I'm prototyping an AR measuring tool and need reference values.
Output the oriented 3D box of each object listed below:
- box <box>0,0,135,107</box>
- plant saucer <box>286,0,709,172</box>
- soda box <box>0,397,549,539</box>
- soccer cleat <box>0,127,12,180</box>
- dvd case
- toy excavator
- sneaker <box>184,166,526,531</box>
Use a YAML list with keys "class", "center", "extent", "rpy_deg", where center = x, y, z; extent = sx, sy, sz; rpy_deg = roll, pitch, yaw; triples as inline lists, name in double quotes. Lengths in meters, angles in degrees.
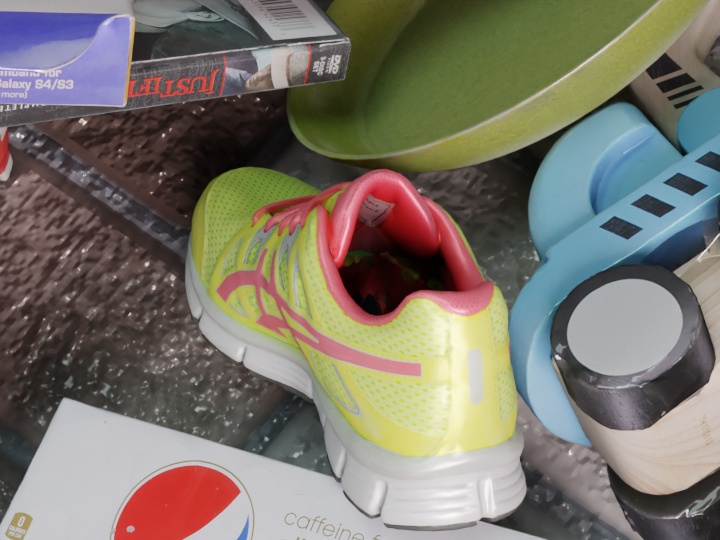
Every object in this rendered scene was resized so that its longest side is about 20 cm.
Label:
- class: "box"
  center: [-0.145, -0.113, 0.735]
  extent: [0.118, 0.042, 0.200]
  rpy_deg: [0, 39, -14]
- class: "plant saucer"
  center: [0.062, -0.101, 0.773]
  extent: [0.199, 0.031, 0.200]
  rpy_deg: [-30, 30, 19]
- class: "soda box"
  center: [-0.021, 0.106, 0.708]
  extent: [0.199, 0.064, 0.068]
  rpy_deg: [14, 67, 24]
- class: "soccer cleat"
  center: [-0.163, -0.103, 0.861]
  extent: [0.068, 0.085, 0.201]
  rpy_deg: [12, 66, 26]
- class: "dvd case"
  center: [-0.123, -0.100, 0.774]
  extent: [0.199, 0.022, 0.146]
  rpy_deg: [-12, 41, -27]
- class: "toy excavator"
  center: [0.115, -0.037, 0.732]
  extent: [0.194, 0.100, 0.200]
  rpy_deg: [-34, 48, -3]
- class: "sneaker"
  center: [0.000, 0.000, 0.717]
  extent: [0.078, 0.091, 0.200]
  rpy_deg: [-13, 31, -25]
